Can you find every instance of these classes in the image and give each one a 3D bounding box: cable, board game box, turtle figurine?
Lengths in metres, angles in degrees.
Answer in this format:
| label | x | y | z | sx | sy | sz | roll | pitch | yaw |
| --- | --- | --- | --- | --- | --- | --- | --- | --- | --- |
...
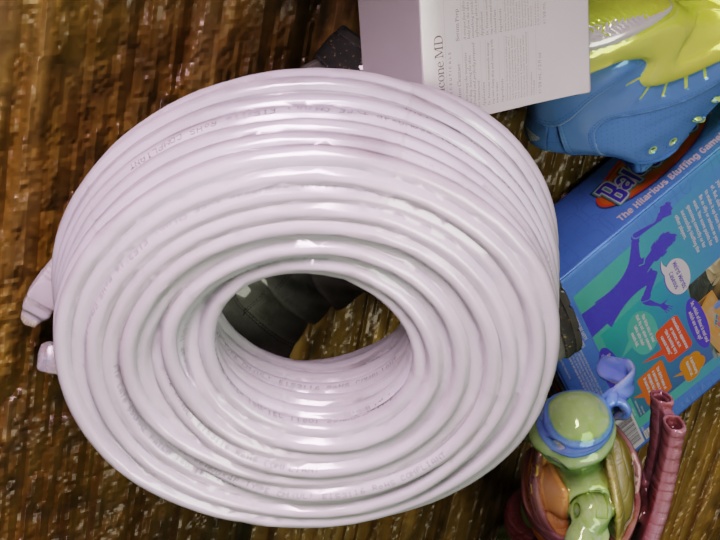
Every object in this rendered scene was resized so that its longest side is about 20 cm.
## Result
| label | x | y | z | sx | sy | sz | roll | pitch | yaw |
| --- | --- | --- | --- | --- | --- | --- | --- | --- | --- |
| cable | -0.020 | 0.015 | 0.657 | 0.200 | 0.069 | 0.200 | 20 | 127 | -15 |
| board game box | 0.171 | -0.008 | 0.886 | 0.200 | 0.045 | 0.152 | -38 | 134 | -8 |
| turtle figurine | 0.068 | 0.140 | 0.844 | 0.200 | 0.144 | 0.194 | -54 | 152 | -21 |

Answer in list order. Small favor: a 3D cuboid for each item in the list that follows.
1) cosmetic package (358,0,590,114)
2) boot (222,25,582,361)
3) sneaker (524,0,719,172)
| label | x | y | z | sx | sy | sz | roll | pitch | yaw |
| --- | --- | --- | --- | --- | --- | --- | --- | --- | --- |
| cosmetic package | 0.039 | -0.161 | 0.647 | 0.082 | 0.051 | 0.200 | -15 | 112 | -30 |
| boot | 0.000 | 0.000 | 0.748 | 0.131 | 0.068 | 0.200 | -42 | 120 | 0 |
| sneaker | 0.153 | -0.109 | 0.795 | 0.200 | 0.076 | 0.105 | -15 | 140 | -19 |
